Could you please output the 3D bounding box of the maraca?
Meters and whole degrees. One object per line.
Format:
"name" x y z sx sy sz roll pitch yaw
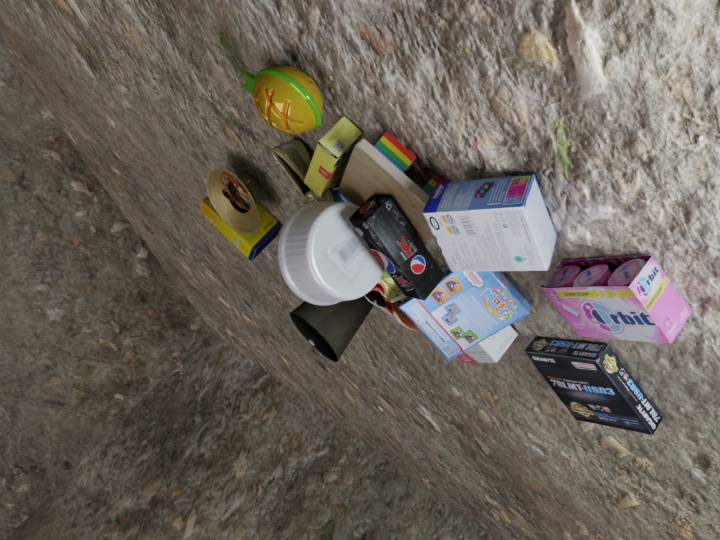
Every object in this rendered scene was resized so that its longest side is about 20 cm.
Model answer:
"maraca" -0.143 -0.309 1.338 0.199 0.107 0.137 20 151 48

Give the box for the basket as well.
"basket" -0.053 0.095 1.848 0.136 0.200 0.181 14 146 52

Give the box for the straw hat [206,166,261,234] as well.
"straw hat" -0.301 -0.197 1.898 0.200 0.085 0.202 28 142 25

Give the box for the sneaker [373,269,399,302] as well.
"sneaker" 0.000 0.000 1.559 0.199 0.091 0.078 25 170 13

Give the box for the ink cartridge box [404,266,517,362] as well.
"ink cartridge box" 0.204 0.094 1.532 0.200 0.083 0.146 47 160 -10

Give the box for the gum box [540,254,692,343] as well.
"gum box" 0.379 0.043 1.123 0.114 0.066 0.200 48 160 -16

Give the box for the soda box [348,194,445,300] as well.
"soda box" 0.068 -0.040 1.334 0.063 0.071 0.200 12 145 56

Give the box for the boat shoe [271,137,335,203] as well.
"boat shoe" -0.113 -0.176 1.537 0.202 0.063 0.073 63 157 1

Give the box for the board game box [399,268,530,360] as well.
"board game box" 0.196 0.068 1.408 0.200 0.037 0.151 -35 104 34

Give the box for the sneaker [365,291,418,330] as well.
"sneaker" 0.066 0.078 1.783 0.200 0.076 0.092 43 165 4

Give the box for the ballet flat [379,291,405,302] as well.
"ballet flat" 0.101 0.058 1.677 0.199 0.064 0.076 27 145 36

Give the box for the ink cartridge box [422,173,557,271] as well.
"ink cartridge box" 0.188 -0.069 1.156 0.199 0.077 0.137 -2 135 33

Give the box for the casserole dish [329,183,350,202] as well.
"casserole dish" 0.000 -0.135 1.523 0.121 0.039 0.200 51 158 -20

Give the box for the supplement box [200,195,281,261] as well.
"supplement box" -0.329 -0.141 2.028 0.200 0.109 0.110 44 160 -1

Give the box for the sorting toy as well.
"sorting toy" 0.069 -0.141 1.334 0.200 0.070 0.199 41 160 3

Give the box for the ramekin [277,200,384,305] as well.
"ramekin" -0.046 -0.034 1.391 0.097 0.201 0.201 -2 132 55

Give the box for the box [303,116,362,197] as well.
"box" -0.056 -0.214 1.418 0.050 0.075 0.200 42 159 1

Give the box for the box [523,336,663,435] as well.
"box" 0.435 0.214 1.395 0.199 0.050 0.200 49 159 -19
